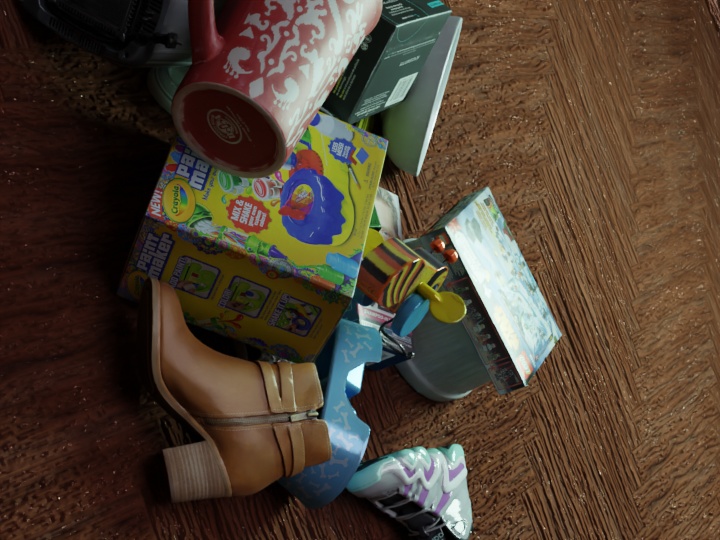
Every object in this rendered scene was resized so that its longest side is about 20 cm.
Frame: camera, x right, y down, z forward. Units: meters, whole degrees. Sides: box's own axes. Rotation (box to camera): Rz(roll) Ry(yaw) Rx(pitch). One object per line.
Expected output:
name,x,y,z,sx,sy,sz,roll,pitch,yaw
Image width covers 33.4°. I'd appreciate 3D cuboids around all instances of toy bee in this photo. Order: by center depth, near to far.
toy bee,0.044,0.003,1.173,0.131,0.200,0.109,41,82,-2

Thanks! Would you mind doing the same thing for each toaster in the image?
toaster,-0.203,-0.252,1.093,0.199,0.115,0.129,29,19,23

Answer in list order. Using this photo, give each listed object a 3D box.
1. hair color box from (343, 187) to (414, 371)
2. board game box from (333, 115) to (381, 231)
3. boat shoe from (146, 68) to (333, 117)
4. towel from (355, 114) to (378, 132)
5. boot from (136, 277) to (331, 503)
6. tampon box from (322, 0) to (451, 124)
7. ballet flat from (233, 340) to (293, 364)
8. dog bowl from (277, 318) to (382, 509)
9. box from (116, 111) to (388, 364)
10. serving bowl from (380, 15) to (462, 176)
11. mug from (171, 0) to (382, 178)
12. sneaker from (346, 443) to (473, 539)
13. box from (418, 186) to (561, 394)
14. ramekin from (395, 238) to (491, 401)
hair color box,0.000,0.000,1.330,0.100,0.060,0.202,22,54,-47
board game box,-0.050,-0.126,1.300,0.104,0.023,0.202,0,60,-27
boat shoe,-0.116,-0.175,1.223,0.199,0.071,0.071,21,51,-26
towel,0.011,-0.176,1.434,0.087,0.018,0.201,98,8,-46
boot,-0.111,0.095,1.054,0.153,0.074,0.202,-11,93,-20
tampon box,-0.032,-0.278,1.314,0.199,0.127,0.150,38,32,13
ballet flat,-0.095,0.036,1.180,0.072,0.071,0.202,25,51,-45
dog bowl,-0.037,0.131,1.168,0.049,0.111,0.201,30,47,-24
box,-0.096,-0.050,1.106,0.191,0.122,0.201,21,49,-10
serving bowl,0.067,-0.220,1.475,0.065,0.201,0.201,16,46,2
mug,-0.094,-0.199,1.047,0.177,0.133,0.201,32,55,-10
sneaker,0.065,0.259,1.259,0.199,0.077,0.141,4,68,-53
box,0.150,0.021,1.358,0.201,0.040,0.137,63,33,-8
ramekin,0.115,0.046,1.424,0.200,0.104,0.202,31,48,-41
